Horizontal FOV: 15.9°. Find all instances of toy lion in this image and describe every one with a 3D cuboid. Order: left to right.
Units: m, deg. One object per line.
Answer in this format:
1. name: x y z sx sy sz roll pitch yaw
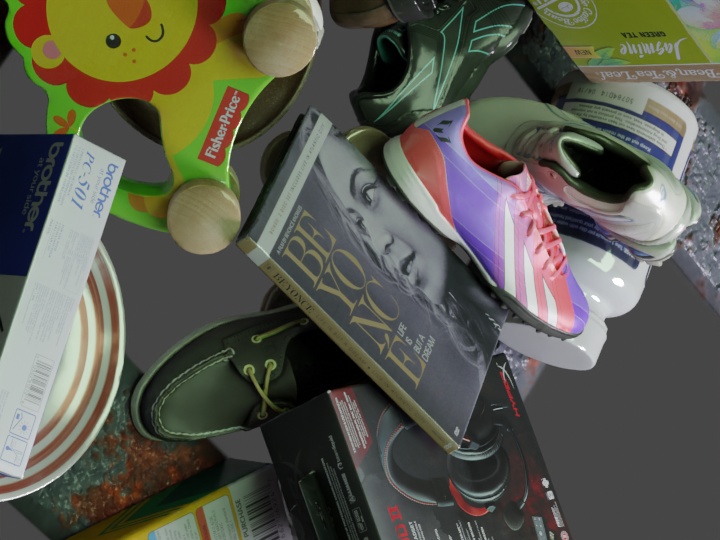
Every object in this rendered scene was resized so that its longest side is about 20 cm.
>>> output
1. toy lion: -0.135 -0.133 1.583 0.191 0.069 0.201 20 109 -10

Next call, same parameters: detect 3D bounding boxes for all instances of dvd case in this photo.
1. dvd case: 0.012 0.004 1.674 0.200 0.016 0.149 45 37 -17

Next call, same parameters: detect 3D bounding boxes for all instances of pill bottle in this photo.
1. pill bottle: 0.164 -0.036 1.869 0.111 0.111 0.201 33 70 -36

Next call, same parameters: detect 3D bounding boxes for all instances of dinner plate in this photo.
1. dinner plate: -0.231 0.042 1.592 0.199 0.024 0.202 -3 94 -40

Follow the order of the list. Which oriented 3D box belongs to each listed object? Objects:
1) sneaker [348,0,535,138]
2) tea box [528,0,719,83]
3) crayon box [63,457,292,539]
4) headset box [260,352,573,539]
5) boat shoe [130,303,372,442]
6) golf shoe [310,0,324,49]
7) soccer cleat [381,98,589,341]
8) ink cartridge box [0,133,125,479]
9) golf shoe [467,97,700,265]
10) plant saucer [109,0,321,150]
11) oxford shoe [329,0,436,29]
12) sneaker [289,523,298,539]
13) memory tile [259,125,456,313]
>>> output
1. sneaker: 0.060 -0.165 1.799 0.079 0.075 0.201 41 66 -31
2. tea box: 0.211 -0.238 1.750 0.197 0.199 0.134 46 60 -37
3. crayon box: -0.129 0.217 1.667 0.199 0.051 0.127 -24 107 -38
4. headset box: 0.033 0.147 1.686 0.199 0.075 0.150 -9 75 -46
5. boat shoe: -0.054 0.063 1.697 0.200 0.060 0.072 -24 113 -22
6. golf shoe: -0.076 -0.229 1.637 0.200 0.078 0.098 50 55 -31
7. soccer cleat: 0.101 -0.031 1.739 0.200 0.073 0.068 45 22 -23
8. ink cartridge box: -0.211 0.019 1.532 0.044 0.094 0.201 27 75 -38
9. golf shoe: 0.139 -0.082 1.772 0.079 0.199 0.097 -60 152 -11
10. plant saucer: -0.112 -0.176 1.677 0.199 0.037 0.202 -3 94 -41
11. oxford shoe: 0.005 -0.246 1.740 0.073 0.084 0.201 54 31 -42
12. sneaker: 0.042 0.191 1.799 0.199 0.073 0.116 -24 104 -39
13. memory tile: 0.000 0.000 1.756 0.152 0.017 0.202 -6 105 -25
